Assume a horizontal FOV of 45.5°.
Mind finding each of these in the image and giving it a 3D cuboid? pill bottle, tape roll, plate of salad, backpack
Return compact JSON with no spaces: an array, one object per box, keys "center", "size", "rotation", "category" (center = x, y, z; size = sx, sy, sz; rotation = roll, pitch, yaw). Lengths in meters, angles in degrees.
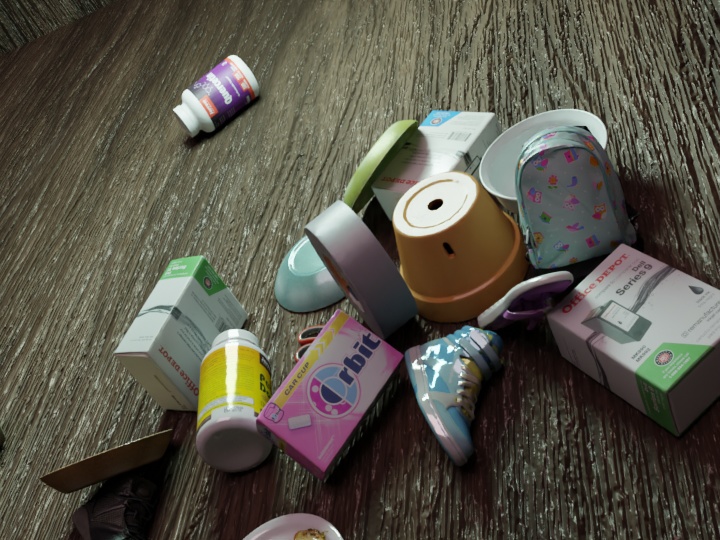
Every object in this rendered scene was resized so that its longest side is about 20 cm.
[{"center":[-0.182,0.182,1.251],"size":[0.107,0.110,0.202],"rotation":[-23,38,11],"category":"pill bottle"},{"center":[0.000,0.000,1.247],"size":[0.066,0.202,0.200],"rotation":[-36,37,-7],"category":"tape roll"},{"center":[-0.105,0.377,1.026],"size":[0.196,0.048,0.203],"rotation":[-20,39,16],"category":"plate of salad"},{"center":[-0.342,-0.406,2.028],"size":[0.199,0.113,0.112],"rotation":[-41,37,-11],"category":"pill bottle"},{"center":[0.279,-0.089,1.131],"size":[0.163,0.204,0.127],"rotation":[-16,13,14],"category":"backpack"}]

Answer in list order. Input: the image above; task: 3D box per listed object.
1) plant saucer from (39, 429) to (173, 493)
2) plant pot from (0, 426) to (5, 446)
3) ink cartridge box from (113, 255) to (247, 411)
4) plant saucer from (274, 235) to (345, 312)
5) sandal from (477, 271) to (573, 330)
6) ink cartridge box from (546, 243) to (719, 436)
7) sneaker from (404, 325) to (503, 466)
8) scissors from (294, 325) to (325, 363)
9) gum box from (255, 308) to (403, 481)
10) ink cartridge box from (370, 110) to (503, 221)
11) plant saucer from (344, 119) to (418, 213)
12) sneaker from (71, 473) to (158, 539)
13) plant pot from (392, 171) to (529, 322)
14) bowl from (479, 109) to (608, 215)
[{"center":[-0.364,0.283,1.252],"size":[0.196,0.036,0.200],"rotation":[-20,-8,-3],"category":"plant saucer"},{"center":[-0.715,0.291,1.474],"size":[0.172,0.204,0.198],"rotation":[-31,33,-29],"category":"plant pot"},{"center":[-0.285,0.102,1.384],"size":[0.081,0.148,0.202],"rotation":[-5,43,33],"category":"ink cartridge box"},{"center":[-0.068,-0.019,1.453],"size":[0.197,0.039,0.203],"rotation":[-21,38,17],"category":"plant saucer"},{"center":[0.215,0.050,1.094],"size":[0.081,0.203,0.051],"rotation":[-13,75,-18],"category":"sandal"},{"center":[0.339,0.074,1.013],"size":[0.145,0.085,0.199],"rotation":[-40,37,-11],"category":"ink cartridge box"},{"center":[0.135,0.144,1.089],"size":[0.129,0.080,0.202],"rotation":[-28,38,7],"category":"sneaker"},{"center":[-0.019,0.107,1.295],"size":[0.196,0.014,0.074],"rotation":[-9,41,31],"category":"scissors"},{"center":[-0.037,0.161,1.154],"size":[0.112,0.066,0.201],"rotation":[34,68,10],"category":"gum box"},{"center":[0.134,-0.170,1.437],"size":[0.144,0.085,0.201],"rotation":[14,57,45],"category":"ink cartridge box"},{"center":[0.028,-0.178,1.458],"size":[0.031,0.201,0.201],"rotation":[36,66,5],"category":"plant saucer"},{"center":[-0.322,0.351,1.190],"size":[0.115,0.076,0.198],"rotation":[-49,34,-11],"category":"sneaker"},{"center":[0.134,-0.047,1.253],"size":[0.196,0.141,0.203],"rotation":[-19,38,15],"category":"plant pot"},{"center":[0.285,-0.144,1.294],"size":[0.197,0.091,0.204],"rotation":[-20,38,17],"category":"bowl"}]
